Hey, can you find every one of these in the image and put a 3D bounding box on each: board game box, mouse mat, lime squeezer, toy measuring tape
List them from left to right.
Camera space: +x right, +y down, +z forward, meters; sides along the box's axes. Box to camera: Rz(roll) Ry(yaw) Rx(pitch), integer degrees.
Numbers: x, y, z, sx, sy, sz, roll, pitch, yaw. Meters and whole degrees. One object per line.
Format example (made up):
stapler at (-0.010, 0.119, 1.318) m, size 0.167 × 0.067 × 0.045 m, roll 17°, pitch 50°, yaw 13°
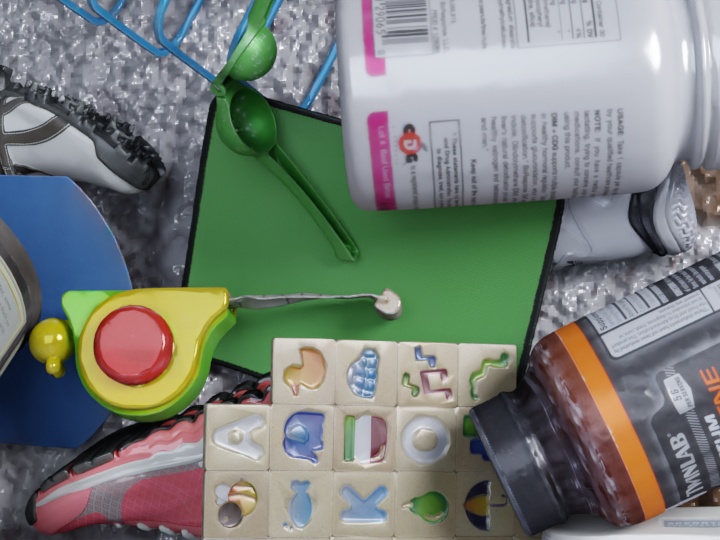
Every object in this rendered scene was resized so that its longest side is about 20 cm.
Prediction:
board game box at (-0.215, 0.019, 0.994) m, size 0.200 × 0.039 × 0.158 m, roll 2°, pitch 105°, yaw 16°
toy measuring tape at (-0.077, 0.045, 0.913) m, size 0.200 × 0.074 × 0.074 m, roll -1°, pitch 78°, yaw 4°
lime squeezer at (-0.044, -0.091, 0.868) m, size 0.071 × 0.200 × 0.038 m, roll 22°, pitch 43°, yaw 33°
mouse mat at (0.000, 0.000, 0.927) m, size 0.200 × 0.008 × 0.161 m, roll 17°, pitch 112°, yaw 14°

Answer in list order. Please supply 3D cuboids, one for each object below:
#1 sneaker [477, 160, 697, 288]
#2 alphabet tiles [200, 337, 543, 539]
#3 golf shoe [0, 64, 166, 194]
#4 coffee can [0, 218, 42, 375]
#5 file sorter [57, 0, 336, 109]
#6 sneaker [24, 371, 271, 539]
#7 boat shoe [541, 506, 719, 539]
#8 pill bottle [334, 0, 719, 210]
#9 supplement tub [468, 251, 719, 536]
sneaker at (0.099, -0.089, 0.930) m, size 0.115 × 0.075 × 0.200 m, roll -20°, pitch 77°, yaw 7°
alphabet tiles at (0.016, 0.119, 0.880) m, size 0.200 × 0.006 × 0.167 m, roll 2°, pitch 86°, yaw -18°
golf shoe at (-0.204, -0.068, 1.010) m, size 0.200 × 0.078 × 0.095 m, roll 23°, pitch 91°, yaw 27°
coffee can at (-0.270, 0.058, 0.867) m, size 0.146 × 0.147 × 0.200 m, roll 10°, pitch 43°, yaw 16°
file sorter at (-0.105, -0.187, 0.973) m, size 0.200 × 0.139 × 0.123 m, roll 28°, pitch 89°, yaw 18°
sneaker at (-0.090, 0.120, 0.936) m, size 0.200 × 0.074 × 0.087 m, roll -21°, pitch 94°, yaw 16°
boat shoe at (0.190, 0.160, 0.861) m, size 0.200 × 0.072 × 0.069 m, roll -1°, pitch 99°, yaw 7°
pill bottle at (0.091, -0.091, 0.835) m, size 0.200 × 0.113 × 0.114 m, roll -4°, pitch 77°, yaw 3°
supplement tub at (0.158, 0.059, 0.858) m, size 0.200 × 0.107 × 0.107 m, roll -26°, pitch 73°, yaw 1°
